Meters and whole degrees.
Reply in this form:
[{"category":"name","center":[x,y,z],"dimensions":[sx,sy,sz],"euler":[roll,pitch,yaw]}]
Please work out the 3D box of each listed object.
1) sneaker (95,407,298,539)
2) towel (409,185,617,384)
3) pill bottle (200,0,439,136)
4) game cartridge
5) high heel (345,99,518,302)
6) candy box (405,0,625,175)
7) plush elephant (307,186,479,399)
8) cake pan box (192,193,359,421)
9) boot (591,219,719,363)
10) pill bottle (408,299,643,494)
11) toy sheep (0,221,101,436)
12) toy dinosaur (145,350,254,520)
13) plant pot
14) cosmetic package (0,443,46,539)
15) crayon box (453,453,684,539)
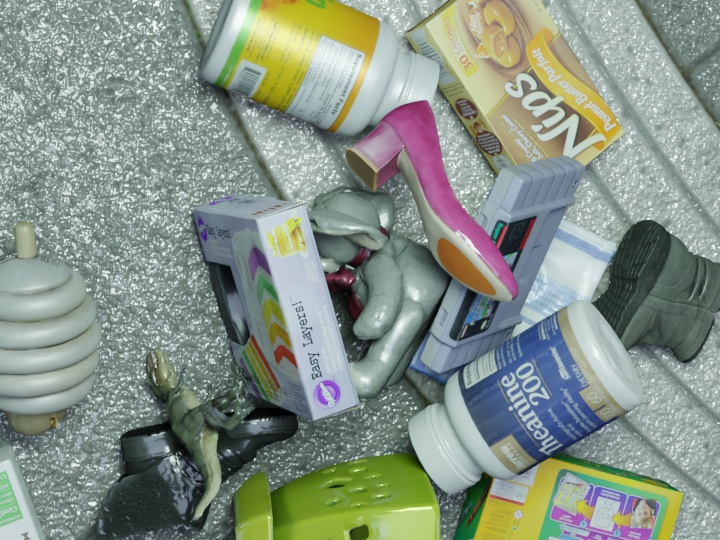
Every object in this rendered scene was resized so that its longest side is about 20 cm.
[{"category":"sneaker","center":[-0.152,0.192,1.544],"dimensions":[0.199,0.060,0.105],"euler":[-8,96,-5]},{"category":"towel","center":[0.147,0.034,1.605],"dimensions":[0.146,0.024,0.201],"euler":[27,90,-12]},{"category":"pill bottle","center":[-0.034,-0.188,1.500],"dimensions":[0.199,0.111,0.112],"euler":[21,91,-13]},{"category":"game cartridge","center":[0.129,-0.005,1.498],"dimensions":[0.038,0.129,0.201],"euler":[31,115,22]},{"category":"high heel","center":[0.084,-0.063,1.430],"dimensions":[0.096,0.067,0.200],"euler":[-37,67,-23]},{"category":"candy box","center":[0.146,-0.175,1.557],"dimensions":[0.115,0.055,0.200],"euler":[-38,102,-18]},{"category":"plush elephant","center":[0.000,0.000,1.506],"dimensions":[0.154,0.165,0.201],"euler":[32,102,8]},{"category":"cake pan box","center":[-0.079,0.028,1.470],"dimensions":[0.052,0.200,0.185],"euler":[-17,102,-20]},{"category":"boot","center":[0.280,0.061,1.605],"dimensions":[0.130,0.068,0.201],"euler":[31,89,-30]},{"category":"pill bottle","center":[0.147,0.121,1.512],"dimensions":[0.200,0.111,0.111],"euler":[-33,102,17]},{"category":"toy sheep","center":[-0.295,0.054,1.465],"dimensions":[0.137,0.138,0.201],"euler":[-5,115,-11]},{"category":"toy dinosaur","center":[-0.136,0.131,1.483],"dimensions":[0.088,0.200,0.047],"euler":[-38,131,9]},{"category":"plant pot","center":[-0.026,0.283,1.512],"dimensions":[0.180,0.200,0.200],"euler":[-1,96,-6]},{"category":"cosmetic package","center":[-0.331,0.272,1.501],"dimensions":[0.107,0.085,0.201],"euler":[-21,98,-10]},{"category":"crayon box","center":[0.203,0.244,1.619],"dimensions":[0.199,0.058,0.119],"euler":[16,93,-13]}]
